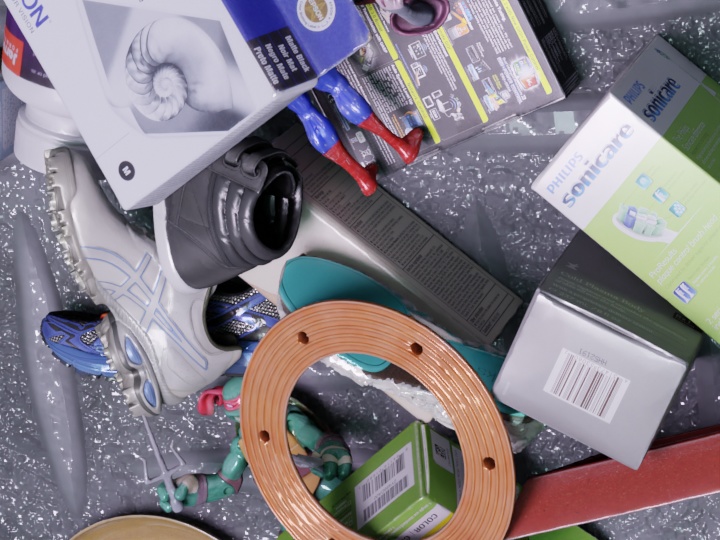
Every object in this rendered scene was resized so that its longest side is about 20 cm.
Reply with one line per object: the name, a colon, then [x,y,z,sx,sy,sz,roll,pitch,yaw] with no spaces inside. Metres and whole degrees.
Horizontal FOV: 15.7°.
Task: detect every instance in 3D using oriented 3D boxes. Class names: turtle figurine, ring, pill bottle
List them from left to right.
pill bottle: [-0.179,-0.167,1.729,0.111,0.111,0.200,15,113,13]
turtle figurine: [-0.053,0.140,1.807,0.150,0.101,0.200,-19,117,37]
ring: [0.011,0.109,1.631,0.200,0.019,0.201,13,117,27]

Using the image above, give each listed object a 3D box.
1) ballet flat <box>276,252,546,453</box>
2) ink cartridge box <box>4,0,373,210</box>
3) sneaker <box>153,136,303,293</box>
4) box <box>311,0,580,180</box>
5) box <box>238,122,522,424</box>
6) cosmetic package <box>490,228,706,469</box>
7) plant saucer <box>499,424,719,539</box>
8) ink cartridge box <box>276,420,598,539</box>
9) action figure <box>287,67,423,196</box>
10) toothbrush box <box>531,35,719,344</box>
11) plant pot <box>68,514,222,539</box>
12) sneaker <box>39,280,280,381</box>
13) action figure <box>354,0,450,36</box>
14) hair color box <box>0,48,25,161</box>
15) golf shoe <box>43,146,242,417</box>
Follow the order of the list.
ballet flat: [0.029,0.062,1.669,0.200,0.072,0.072,29,116,10]
ink cartridge box: [-0.118,-0.169,1.595,0.200,0.041,0.200,-35,81,31]
sneaker: [-0.090,-0.089,1.661,0.099,0.071,0.201,-8,95,35]
box: [0.028,-0.175,1.692,0.160,0.044,0.200,-23,101,24]
box: [0.000,0.000,1.740,0.200,0.095,0.078,39,117,4]
cosmetic package: [0.163,0.035,1.638,0.107,0.200,0.090,25,117,6]
plant saucer: [0.207,0.123,1.663,0.200,0.200,0.037,-15,87,24]
ink cartridge box: [0.065,0.210,1.758,0.200,0.076,0.148,33,121,-27]
action figure: [-0.048,-0.146,1.677,0.065,0.099,0.200,-38,116,25]
toothbrush box: [0.222,-0.038,1.618,0.200,0.146,0.086,40,117,1]
plant pot: [-0.143,0.267,1.925,0.200,0.027,0.201,7,112,17]
sneaker: [-0.127,0.031,1.815,0.199,0.075,0.079,-3,100,12]
action figure: [0.050,-0.215,1.609,0.200,0.149,0.134,-33,66,41]
hair color box: [-0.298,-0.096,1.747,0.099,0.200,0.061,9,112,16]
golf shoe: [-0.145,-0.004,1.732,0.097,0.078,0.200,-23,117,-3]
